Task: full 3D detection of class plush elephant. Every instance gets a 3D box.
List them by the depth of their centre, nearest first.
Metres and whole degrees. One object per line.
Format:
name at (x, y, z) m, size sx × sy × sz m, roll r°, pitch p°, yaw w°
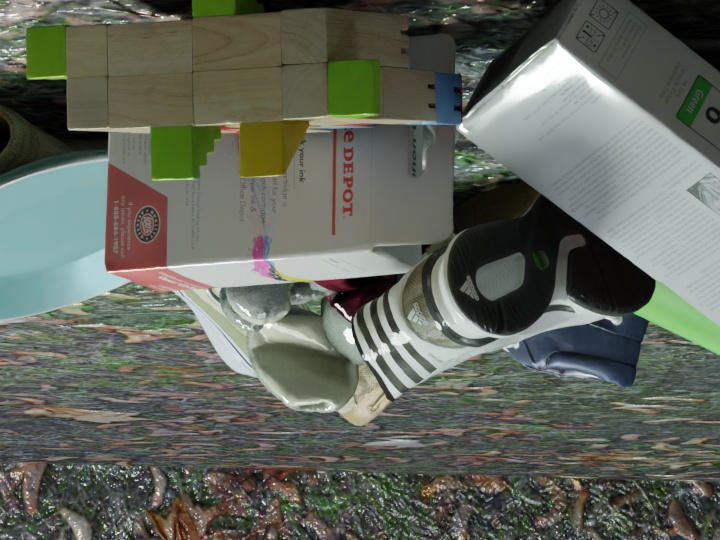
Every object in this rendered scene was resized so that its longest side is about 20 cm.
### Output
plush elephant at (0.000, 0.000, 1.590) m, size 0.155 × 0.165 × 0.200 m, roll 48°, pitch 168°, yaw -19°

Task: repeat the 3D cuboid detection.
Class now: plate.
plate at (-0.177, -0.026, 1.562) m, size 0.199 × 0.026 × 0.200 m, roll -18°, pitch 159°, yaw -7°

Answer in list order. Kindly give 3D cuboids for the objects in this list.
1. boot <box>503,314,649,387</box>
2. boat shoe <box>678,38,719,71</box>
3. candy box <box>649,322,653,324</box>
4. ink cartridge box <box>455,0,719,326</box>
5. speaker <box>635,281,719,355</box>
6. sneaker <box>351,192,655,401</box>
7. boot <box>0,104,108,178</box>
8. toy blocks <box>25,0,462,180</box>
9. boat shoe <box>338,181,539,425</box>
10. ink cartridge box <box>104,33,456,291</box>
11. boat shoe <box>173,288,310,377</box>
boot at (0.098, 0.016, 1.799) m, size 0.199 × 0.091 × 0.073 m, roll 12°, pitch 176°, yaw 28°
boat shoe at (0.147, -0.093, 1.391) m, size 0.199 × 0.074 × 0.065 m, roll -2°, pitch 141°, yaw 40°
candy box at (0.162, 0.002, 1.929) m, size 0.199 × 0.057 × 0.117 m, roll 1°, pitch 169°, yaw -10°
ink cartridge box at (0.156, -0.048, 1.327) m, size 0.200 × 0.050 × 0.109 m, roll 36°, pitch 149°, yaw -9°
speaker at (0.205, 0.000, 1.634) m, size 0.199 × 0.089 × 0.088 m, roll 25°, pitch 159°, yaw -29°
sneaker at (0.065, 0.011, 1.415) m, size 0.115 × 0.076 × 0.200 m, roll -26°, pitch 172°, yaw 36°
boot at (-0.248, -0.050, 1.600) m, size 0.199 × 0.073 × 0.154 m, roll -12°, pitch 167°, yaw 24°
toy blocks at (-0.043, -0.095, 1.324) m, size 0.199 × 0.101 × 0.136 m, roll -1°, pitch -179°, yaw 31°
boat shoe at (0.052, 0.021, 1.762) m, size 0.200 × 0.071 × 0.065 m, roll -40°, pitch 111°, yaw 15°
ink cartridge box at (-0.032, -0.056, 1.428) m, size 0.199 × 0.117 × 0.067 m, roll -4°, pitch 168°, yaw 24°
boat shoe at (-0.085, -0.005, 1.705) m, size 0.062 × 0.072 × 0.200 m, roll 0°, pitch 144°, yaw 34°
